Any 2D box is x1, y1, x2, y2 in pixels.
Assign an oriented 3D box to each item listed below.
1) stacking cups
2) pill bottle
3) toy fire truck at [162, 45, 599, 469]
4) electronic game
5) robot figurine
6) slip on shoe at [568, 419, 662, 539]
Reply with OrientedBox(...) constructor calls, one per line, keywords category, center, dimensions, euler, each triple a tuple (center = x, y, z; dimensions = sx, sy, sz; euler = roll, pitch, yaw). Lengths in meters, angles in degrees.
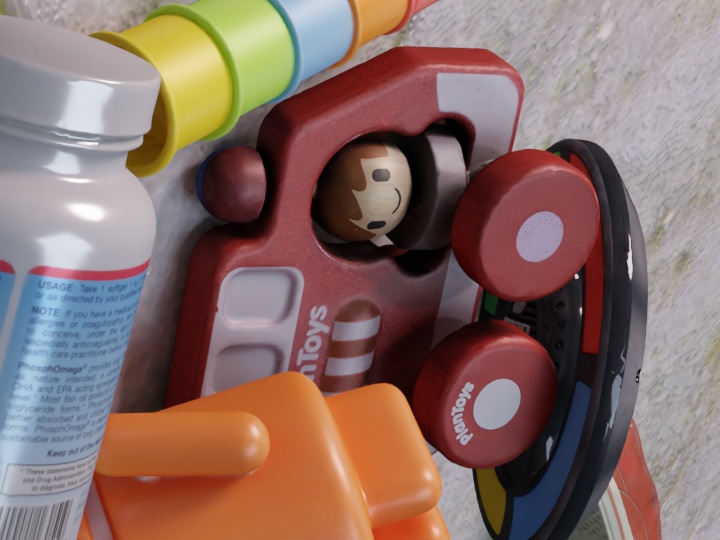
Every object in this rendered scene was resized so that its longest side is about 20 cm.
OrientedBox(category="stacking cups", center=(-0.036, -0.100, 1.057), dimensions=(0.200, 0.060, 0.061), euler=(-33, 135, -46))
OrientedBox(category="pill bottle", center=(-0.137, 0.013, 0.935), dimensions=(0.109, 0.109, 0.201), euler=(-2, 113, -53))
OrientedBox(category="toy fire truck", center=(0.000, 0.000, 1.130), dimensions=(0.167, 0.112, 0.201), euler=(-3, 115, -32))
OrientedBox(category="electronic game", center=(0.089, 0.037, 1.213), dimensions=(0.041, 0.200, 0.201), euler=(8, 109, -13))
OrientedBox(category="robot figurine", center=(-0.066, 0.111, 1.055), dimensions=(0.199, 0.117, 0.144), euler=(-18, 176, -7))
OrientedBox(category="slip on shoe", center=(0.145, 0.148, 1.448), dimensions=(0.061, 0.074, 0.200), euler=(-48, 138, -28))
